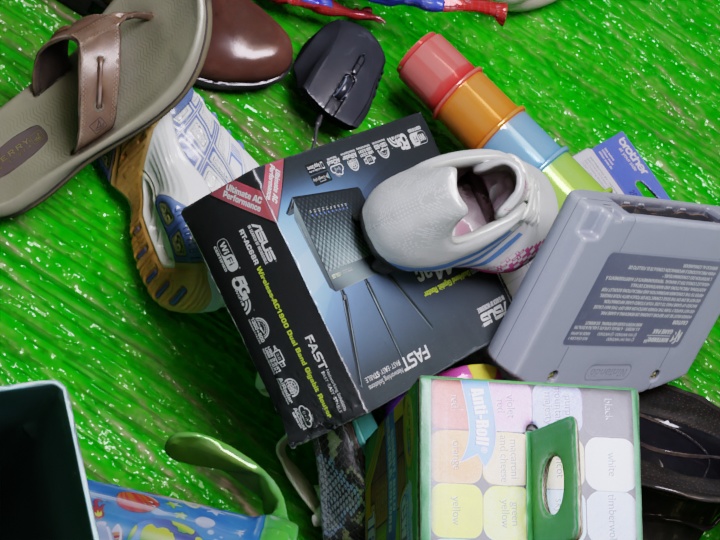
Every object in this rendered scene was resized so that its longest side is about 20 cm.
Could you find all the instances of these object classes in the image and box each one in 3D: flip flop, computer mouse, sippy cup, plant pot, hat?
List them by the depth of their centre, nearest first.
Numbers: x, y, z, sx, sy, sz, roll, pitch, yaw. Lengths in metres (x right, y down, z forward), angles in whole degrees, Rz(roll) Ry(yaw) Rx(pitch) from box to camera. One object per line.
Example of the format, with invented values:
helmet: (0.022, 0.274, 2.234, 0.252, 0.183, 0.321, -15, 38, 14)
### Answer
plant pot: (-0.224, 0.162, 0.970, 0.140, 0.200, 0.142, -6, 70, -26)
sippy cup: (-0.117, 0.180, 1.061, 0.129, 0.141, 0.178, 21, 21, -3)
flip flop: (-0.170, -0.110, 1.150, 0.200, 0.058, 0.081, -39, 65, 2)
hat: (0.190, 0.136, 1.232, 0.199, 0.201, 0.082, 3, 107, -23)
computer mouse: (-0.022, -0.099, 1.251, 0.058, 0.034, 0.201, 38, 42, -20)

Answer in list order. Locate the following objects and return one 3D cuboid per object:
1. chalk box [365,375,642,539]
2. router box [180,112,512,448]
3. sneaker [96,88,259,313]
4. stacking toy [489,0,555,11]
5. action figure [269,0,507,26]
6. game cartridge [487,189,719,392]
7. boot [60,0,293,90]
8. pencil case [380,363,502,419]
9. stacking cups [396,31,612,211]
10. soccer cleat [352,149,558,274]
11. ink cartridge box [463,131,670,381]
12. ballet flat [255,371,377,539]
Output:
chalk box: (0.077, 0.131, 1.040, 0.123, 0.200, 0.126, 4, 71, -8)
router box: (0.000, 0.000, 1.150, 0.200, 0.062, 0.151, -25, 89, -55)
sneaker: (-0.110, -0.069, 1.214, 0.088, 0.075, 0.202, -5, 74, -42)
stacking toy: (0.095, -0.298, 1.389, 0.145, 0.147, 0.200, -23, 61, -31)
action figure: (0.001, -0.201, 1.301, 0.198, 0.052, 0.066, 7, 97, 1)
game cartridge: (0.164, 0.018, 1.217, 0.199, 0.134, 0.042, 4, 33, -50)
boot: (-0.097, -0.207, 1.195, 0.187, 0.200, 0.069, 33, 57, -7)
pencil case: (0.080, 0.155, 1.186, 0.088, 0.088, 0.201, -13, 71, -29)
stacking cups: (0.105, -0.074, 1.278, 0.200, 0.061, 0.060, 46, 57, 12)
soccer cleat: (0.080, -0.037, 1.147, 0.199, 0.086, 0.070, -13, 78, -55)
ink cartridge box: (0.135, -0.003, 1.305, 0.199, 0.042, 0.120, -30, 80, -30)
ballet flat: (-0.028, 0.081, 1.177, 0.074, 0.074, 0.202, -10, 72, -28)
